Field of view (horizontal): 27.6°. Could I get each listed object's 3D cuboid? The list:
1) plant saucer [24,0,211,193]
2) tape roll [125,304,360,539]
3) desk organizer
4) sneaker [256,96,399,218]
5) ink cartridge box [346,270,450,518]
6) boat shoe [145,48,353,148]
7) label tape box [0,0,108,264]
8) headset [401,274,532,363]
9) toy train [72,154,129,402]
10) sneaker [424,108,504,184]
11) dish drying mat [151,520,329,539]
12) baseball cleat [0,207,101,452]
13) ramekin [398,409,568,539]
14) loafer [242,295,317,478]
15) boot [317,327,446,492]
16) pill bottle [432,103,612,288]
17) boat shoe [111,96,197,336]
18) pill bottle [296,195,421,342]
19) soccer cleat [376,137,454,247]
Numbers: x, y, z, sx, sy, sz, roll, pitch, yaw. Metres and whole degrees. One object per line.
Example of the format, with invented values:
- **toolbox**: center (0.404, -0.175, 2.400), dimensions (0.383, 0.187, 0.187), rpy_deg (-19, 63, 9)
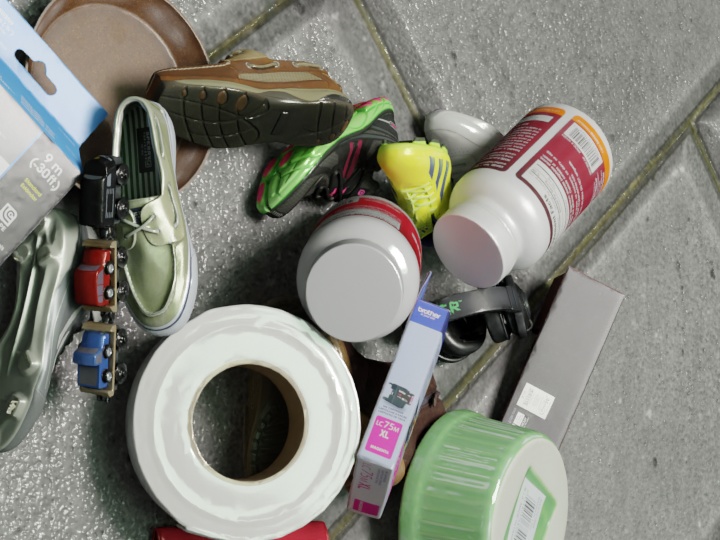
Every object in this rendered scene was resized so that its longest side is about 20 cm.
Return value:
- **plant saucer**: center (-0.213, -0.153, 1.283), dimensions (0.199, 0.034, 0.203), rpy_deg (7, 80, -43)
- **tape roll**: center (-0.103, 0.133, 1.268), dimensions (0.200, 0.071, 0.205), rpy_deg (1, 84, -15)
- **desk organizer**: center (0.213, 0.105, 1.617), dimensions (0.071, 0.077, 0.202), rpy_deg (25, 81, -2)
- **sneaker**: center (-0.021, -0.100, 1.427), dimensions (0.199, 0.076, 0.084), rpy_deg (-37, 105, -38)
- **ink cartridge box**: center (0.039, 0.114, 1.345), dimensions (0.041, 0.120, 0.202), rpy_deg (17, 60, 4)
- **boat shoe**: center (-0.102, -0.159, 1.326), dimensions (0.198, 0.076, 0.074), rpy_deg (3, 50, -35)
- **label tape box**: center (-0.296, -0.104, 1.148), dimensions (0.201, 0.063, 0.144), rpy_deg (-51, 119, -19)
- **headset**: center (0.120, 0.038, 1.522), dimensions (0.199, 0.122, 0.095), rpy_deg (11, 61, -57)
- **toy train**: center (-0.209, 0.008, 1.179), dimensions (0.046, 0.034, 0.203), rpy_deg (-16, 109, -66)
- **sneaker**: center (0.129, -0.085, 1.565), dimensions (0.200, 0.074, 0.100), rpy_deg (50, 54, -27)
- **dish drying mat**: center (-0.107, 0.270, 1.340), dimensions (0.198, 0.018, 0.078), rpy_deg (6, 80, -42)
- **baseball cleat**: center (-0.250, 0.054, 1.199), dimensions (0.106, 0.069, 0.203), rpy_deg (24, 79, -57)
- **ramekin**: center (0.130, 0.246, 1.474), dimensions (0.199, 0.097, 0.203), rpy_deg (-11, 104, -55)
- **loafer**: center (-0.070, 0.126, 1.348), dimensions (0.075, 0.067, 0.203), rpy_deg (6, 85, -11)
- **boot**: center (0.010, 0.109, 1.452), dimensions (0.166, 0.072, 0.202), rpy_deg (-29, 103, -54)
- **pill bottle**: center (0.161, -0.074, 1.473), dimensions (0.200, 0.112, 0.114), rpy_deg (-43, 113, -36)
- **boat shoe**: center (-0.182, -0.046, 1.221), dimensions (0.062, 0.071, 0.203), rpy_deg (35, 45, -78)
- **pill bottle**: center (0.000, 0.000, 1.332), dimensions (0.200, 0.111, 0.114), rpy_deg (-73, 145, -78)
- **soccer cleat**: center (0.060, -0.075, 1.455), dimensions (0.200, 0.064, 0.085), rpy_deg (45, 49, -71)
